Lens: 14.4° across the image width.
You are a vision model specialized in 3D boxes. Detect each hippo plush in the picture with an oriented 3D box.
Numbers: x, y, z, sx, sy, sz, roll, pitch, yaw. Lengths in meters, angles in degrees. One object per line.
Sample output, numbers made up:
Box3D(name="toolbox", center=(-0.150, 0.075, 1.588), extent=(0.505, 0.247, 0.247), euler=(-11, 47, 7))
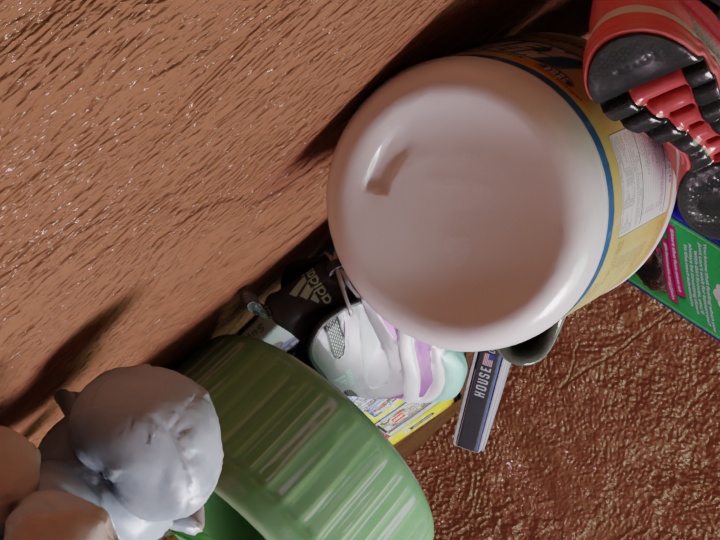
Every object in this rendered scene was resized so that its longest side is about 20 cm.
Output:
Box3D(name="hippo plush", center=(-0.130, 0.135, 1.378), extent=(0.161, 0.159, 0.200), euler=(-34, 170, -41))

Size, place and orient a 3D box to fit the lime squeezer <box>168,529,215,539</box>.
Box3D(name="lime squeezer", center=(-0.159, 0.127, 1.476), extent=(0.199, 0.038, 0.071), euler=(-7, -139, 16))

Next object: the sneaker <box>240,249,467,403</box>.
Box3D(name="sneaker", center=(0.000, 0.000, 1.621), extent=(0.139, 0.078, 0.201), euler=(-4, 126, -17))

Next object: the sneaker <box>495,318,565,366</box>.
Box3D(name="sneaker", center=(0.106, -0.030, 1.629), extent=(0.074, 0.080, 0.201), euler=(-1, 132, -8))

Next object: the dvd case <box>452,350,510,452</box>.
Box3D(name="dvd case", center=(0.103, 0.000, 1.845), extent=(0.200, 0.025, 0.151), euler=(102, 6, -46))

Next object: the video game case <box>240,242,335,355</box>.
Box3D(name="video game case", center=(-0.032, 0.054, 1.796), extent=(0.200, 0.018, 0.143), euler=(-45, 151, 26))

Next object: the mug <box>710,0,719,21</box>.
Box3D(name="mug", center=(0.255, -0.159, 1.494), extent=(0.176, 0.199, 0.148), euler=(-58, 170, -33))

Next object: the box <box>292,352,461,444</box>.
Box3D(name="box", center=(-0.044, 0.106, 1.812), extent=(0.200, 0.038, 0.137), euler=(-35, 155, 7))

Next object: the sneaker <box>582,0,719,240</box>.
Box3D(name="sneaker", center=(0.174, -0.091, 1.422), extent=(0.074, 0.087, 0.200), euler=(-20, 140, 22))

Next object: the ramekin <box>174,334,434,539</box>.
Box3D(name="ramekin", center=(-0.052, 0.131, 1.650), extent=(0.098, 0.200, 0.200), euler=(-46, 175, -21))

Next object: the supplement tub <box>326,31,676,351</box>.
Box3D(name="supplement tub", center=(0.080, -0.046, 1.455), extent=(0.145, 0.145, 0.200), euler=(-44, 173, 22))

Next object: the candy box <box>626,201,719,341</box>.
Box3D(name="candy box", center=(0.251, -0.029, 1.560), extent=(0.169, 0.077, 0.200), euler=(-26, -149, -19))

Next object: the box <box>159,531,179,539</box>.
Box3D(name="box", center=(-0.109, 0.184, 1.622), extent=(0.041, 0.200, 0.039), euler=(-36, 168, -27))

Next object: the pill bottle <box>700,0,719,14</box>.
Box3D(name="pill bottle", center=(0.223, -0.155, 1.687), extent=(0.200, 0.113, 0.112), euler=(-45, 172, 31))
